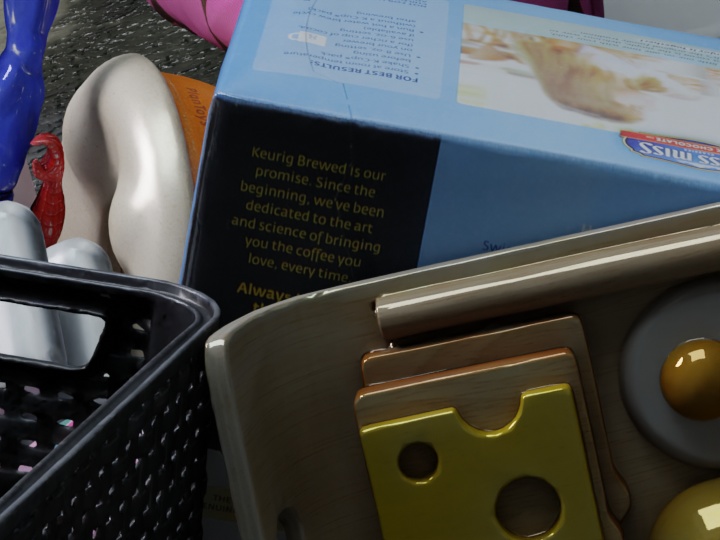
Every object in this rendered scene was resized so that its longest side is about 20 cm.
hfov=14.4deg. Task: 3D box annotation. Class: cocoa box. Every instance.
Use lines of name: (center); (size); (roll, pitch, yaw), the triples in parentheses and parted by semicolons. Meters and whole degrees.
cocoa box: (0.052, 0.008, 0.773); (0.199, 0.132, 0.133); (10, 22, -1)

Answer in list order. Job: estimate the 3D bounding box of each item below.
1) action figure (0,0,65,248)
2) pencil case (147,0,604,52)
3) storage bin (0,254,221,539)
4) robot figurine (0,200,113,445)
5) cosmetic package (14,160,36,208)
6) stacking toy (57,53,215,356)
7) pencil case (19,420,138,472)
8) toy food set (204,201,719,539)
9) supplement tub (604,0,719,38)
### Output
action figure: (-0.128, -0.042, 0.938); (0.065, 0.201, 0.052); (4, 27, -6)
pencil case: (0.001, -0.104, 0.992); (0.090, 0.094, 0.200); (13, 10, -41)
storage bin: (-0.121, 0.063, 0.639); (0.134, 0.094, 0.200); (9, 15, 12)
robot figurine: (-0.169, 0.047, 0.900); (0.199, 0.169, 0.113); (-23, 61, 21)
cosmetic package: (-0.228, 0.000, 1.151); (0.199, 0.072, 0.101); (3, 28, 39)
stacking toy: (0.000, 0.000, 0.976); (0.199, 0.147, 0.146); (-1, 16, -19)
pencil case: (-0.117, 0.113, 0.775); (0.087, 0.088, 0.200); (3, 27, 38)
toy food set: (0.073, 0.063, 0.677); (0.199, 0.144, 0.060); (-12, 10, 4)
supplement tub: (0.089, -0.129, 1.097); (0.144, 0.146, 0.200); (-18, -2, -11)
